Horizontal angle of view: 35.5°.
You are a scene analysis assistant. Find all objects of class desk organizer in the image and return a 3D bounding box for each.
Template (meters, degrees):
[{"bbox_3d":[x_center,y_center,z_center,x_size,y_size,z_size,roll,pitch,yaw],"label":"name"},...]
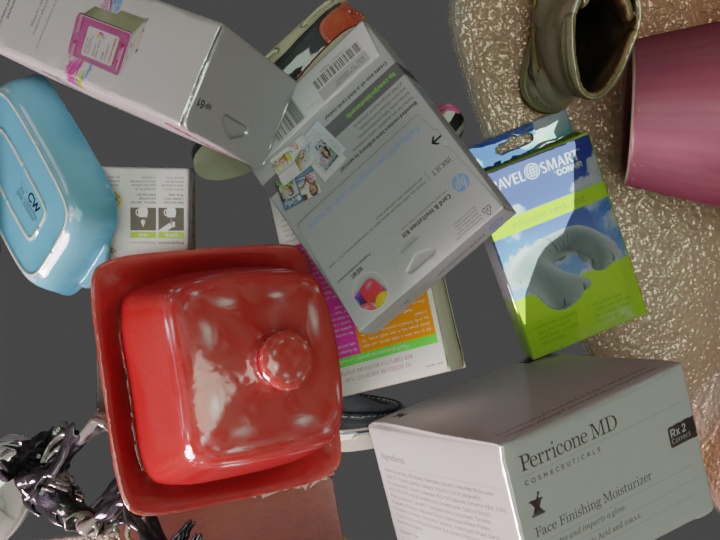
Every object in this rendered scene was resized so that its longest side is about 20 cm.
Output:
[{"bbox_3d":[-0.116,0.228,1.012,0.198,0.072,0.078,-11,99,-5],"label":"desk organizer"}]

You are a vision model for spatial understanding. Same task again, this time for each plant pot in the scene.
[{"bbox_3d":[0.322,-0.136,0.981,0.177,0.200,0.202,2,95,10],"label":"plant pot"}]

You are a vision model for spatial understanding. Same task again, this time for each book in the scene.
[{"bbox_3d":[0.000,0.000,0.956,0.132,0.048,0.202,-15,83,22],"label":"book"}]

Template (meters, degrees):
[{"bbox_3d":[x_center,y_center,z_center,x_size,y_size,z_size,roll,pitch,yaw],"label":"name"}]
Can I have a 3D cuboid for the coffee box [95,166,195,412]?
[{"bbox_3d":[-0.182,0.013,0.964,0.079,0.113,0.202,0,94,-6],"label":"coffee box"}]

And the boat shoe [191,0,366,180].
[{"bbox_3d":[-0.074,-0.159,0.988,0.200,0.071,0.063,-40,59,6],"label":"boat shoe"}]

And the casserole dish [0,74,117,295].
[{"bbox_3d":[-0.269,-0.071,0.925,0.121,0.039,0.201,-50,63,32],"label":"casserole dish"}]

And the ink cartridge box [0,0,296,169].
[{"bbox_3d":[-0.170,-0.165,0.896,0.199,0.144,0.085,25,91,21],"label":"ink cartridge box"}]

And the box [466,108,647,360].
[{"bbox_3d":[0.175,-0.034,1.035,0.121,0.048,0.202,-21,98,-5],"label":"box"}]

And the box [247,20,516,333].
[{"bbox_3d":[0.007,-0.076,0.916,0.156,0.041,0.201,-41,70,16],"label":"box"}]

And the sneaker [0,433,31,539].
[{"bbox_3d":[-0.350,0.235,0.963,0.073,0.116,0.201,38,88,-6],"label":"sneaker"}]

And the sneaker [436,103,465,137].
[{"bbox_3d":[0.056,-0.048,1.008,0.087,0.074,0.201,24,95,-9],"label":"sneaker"}]

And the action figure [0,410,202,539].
[{"bbox_3d":[-0.215,0.175,0.925,0.199,0.119,0.102,32,76,19],"label":"action figure"}]

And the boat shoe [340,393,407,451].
[{"bbox_3d":[-0.050,0.107,1.005,0.198,0.075,0.094,-1,102,-6],"label":"boat shoe"}]

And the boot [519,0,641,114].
[{"bbox_3d":[0.192,-0.239,0.964,0.071,0.155,0.202,8,93,-7],"label":"boot"}]

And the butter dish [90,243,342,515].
[{"bbox_3d":[-0.085,0.073,0.852,0.198,0.147,0.202,-6,84,-31],"label":"butter dish"}]

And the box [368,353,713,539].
[{"bbox_3d":[0.147,0.163,0.945,0.198,0.199,0.132,-18,97,-28],"label":"box"}]
